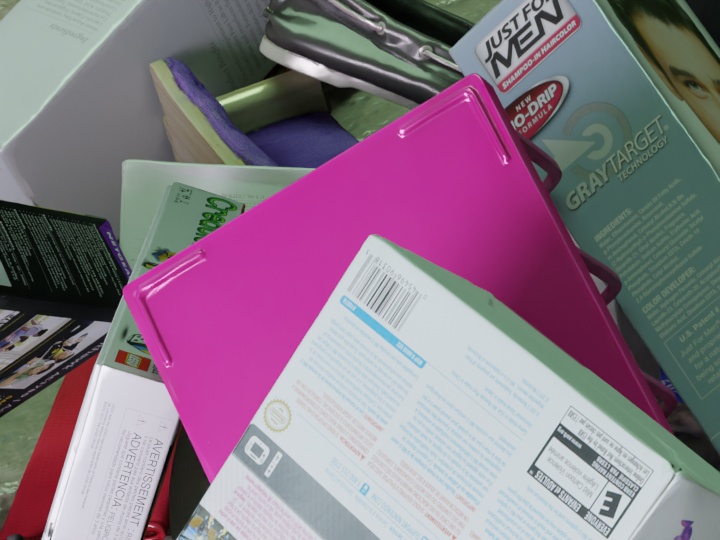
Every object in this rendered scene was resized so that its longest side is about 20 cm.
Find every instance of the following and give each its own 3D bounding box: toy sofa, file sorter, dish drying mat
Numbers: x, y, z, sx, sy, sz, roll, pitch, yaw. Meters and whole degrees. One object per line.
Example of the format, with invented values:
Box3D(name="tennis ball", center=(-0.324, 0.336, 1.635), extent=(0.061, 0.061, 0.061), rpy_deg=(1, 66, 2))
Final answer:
Box3D(name="toy sofa", center=(-0.026, -0.040, 1.367), extent=(0.083, 0.098, 0.200), rpy_deg=(-20, 27, -12))
Box3D(name="file sorter", center=(0.042, 0.066, 0.976), extent=(0.139, 0.200, 0.125), rpy_deg=(-31, -18, 13))
Box3D(name="dish drying mat", center=(-0.101, 0.065, 1.290), extent=(0.077, 0.018, 0.200), rpy_deg=(-8, 28, 13))

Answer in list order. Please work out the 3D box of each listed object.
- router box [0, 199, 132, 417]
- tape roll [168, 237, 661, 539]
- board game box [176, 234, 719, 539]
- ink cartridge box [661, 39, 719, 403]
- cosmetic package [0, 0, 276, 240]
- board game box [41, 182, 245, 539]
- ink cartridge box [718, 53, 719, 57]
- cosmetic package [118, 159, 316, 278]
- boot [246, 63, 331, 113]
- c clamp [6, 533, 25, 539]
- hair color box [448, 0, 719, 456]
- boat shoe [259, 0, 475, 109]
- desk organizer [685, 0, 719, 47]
Box3D(name="router box", center=(-0.199, 0.045, 1.166), extent=(0.200, 0.051, 0.149), rpy_deg=(-32, -15, 16))
Box3D(name="tape roll", center=(0.018, 0.062, 1.120), extent=(0.203, 0.037, 0.203), rpy_deg=(-21, 46, 24))
Box3D(name="board game box", center=(0.009, 0.113, 0.852), extent=(0.200, 0.064, 0.148), rpy_deg=(-56, 44, 6))
Box3D(name="ink cartridge box", center=(0.135, -0.046, 1.209), extent=(0.044, 0.094, 0.200), rpy_deg=(-40, 36, 52))
Box3D(name="cosmetic package", center=(-0.115, -0.105, 1.459), extent=(0.074, 0.102, 0.200), rpy_deg=(25, 63, 39))
Box3D(name="board game box", center=(-0.084, 0.058, 1.088), extent=(0.035, 0.126, 0.200), rpy_deg=(18, 20, -2))
Box3D(name="ink cartridge box", center=(0.215, 0.003, 1.137), extent=(0.117, 0.200, 0.067), rpy_deg=(-16, -16, -4))
Box3D(name="cosmetic package", center=(0.000, 0.000, 1.235), extent=(0.200, 0.083, 0.051), rpy_deg=(3, -5, 0))
Box3D(name="boot", center=(-0.100, -0.112, 1.583), extent=(0.200, 0.064, 0.186), rpy_deg=(-6, 30, 24))
Box3D(name="c clamp", center=(-0.202, 0.145, 1.172), extent=(0.200, 0.027, 0.171), rpy_deg=(-10, 27, 9))
Box3D(name="hair color box", center=(0.125, -0.017, 1.068), extent=(0.061, 0.200, 0.099), rpy_deg=(-42, -25, 22))
Box3D(name="boat shoe", center=(0.048, -0.101, 1.414), extent=(0.200, 0.057, 0.067), rpy_deg=(19, 18, 9))
Box3D(name="desk organizer", center=(0.186, -0.134, 1.206), extent=(0.200, 0.072, 0.077), rpy_deg=(11, 58, -20))
